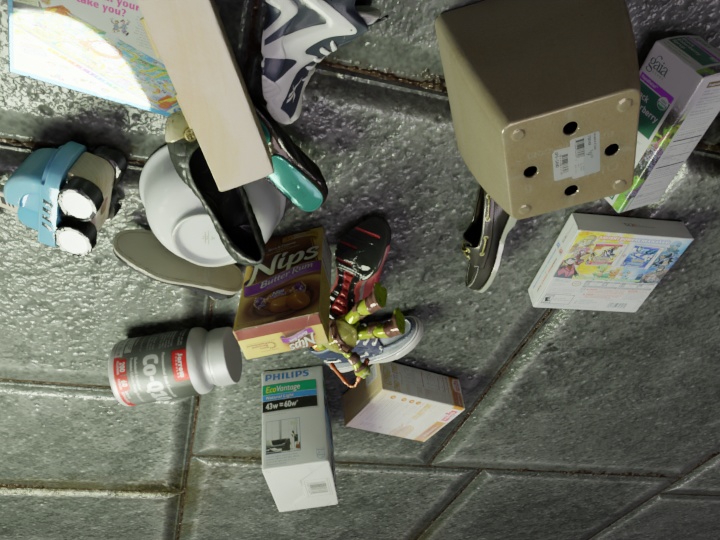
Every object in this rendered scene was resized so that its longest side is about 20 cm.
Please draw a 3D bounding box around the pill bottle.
[{"bbox_3d":[-0.311,0.160,1.033,0.197,0.115,0.115,-10,139,4],"label":"pill bottle"}]

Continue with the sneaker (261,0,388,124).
[{"bbox_3d":[-0.037,-0.243,0.642,0.127,0.080,0.201,5,128,0],"label":"sneaker"}]

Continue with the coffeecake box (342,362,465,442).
[{"bbox_3d":[0.086,0.269,1.234,0.198,0.074,0.154,18,133,-25],"label":"coffeecake box"}]

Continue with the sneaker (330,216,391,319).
[{"bbox_3d":[0.000,0.000,0.940,0.073,0.087,0.202,30,118,15],"label":"sneaker"}]

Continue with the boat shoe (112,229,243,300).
[{"bbox_3d":[-0.273,0.001,0.895,0.198,0.074,0.063,21,142,-33],"label":"boat shoe"}]

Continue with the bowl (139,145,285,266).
[{"bbox_3d":[-0.199,-0.070,0.810,0.198,0.091,0.203,-3,139,-3],"label":"bowl"}]

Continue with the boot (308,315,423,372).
[{"bbox_3d":[0.007,0.121,1.058,0.198,0.074,0.090,-26,140,22],"label":"boot"}]

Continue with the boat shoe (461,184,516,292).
[{"bbox_3d":[0.181,-0.051,0.896,0.060,0.072,0.203,5,130,-6],"label":"boat shoe"}]

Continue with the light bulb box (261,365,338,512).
[{"bbox_3d":[-0.118,0.327,1.178,0.123,0.202,0.200,-6,139,-2],"label":"light bulb box"}]

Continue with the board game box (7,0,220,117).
[{"bbox_3d":[-0.263,-0.247,0.646,0.197,0.035,0.135,13,135,-20],"label":"board game box"}]

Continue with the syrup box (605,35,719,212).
[{"bbox_3d":[0.368,-0.177,0.751,0.080,0.079,0.201,-15,143,-22],"label":"syrup box"}]

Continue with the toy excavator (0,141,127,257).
[{"bbox_3d":[-0.419,-0.092,0.770,0.198,0.101,0.195,22,131,-11],"label":"toy excavator"}]

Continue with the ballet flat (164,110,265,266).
[{"bbox_3d":[-0.164,-0.096,0.718,0.066,0.057,0.202,-37,114,-22],"label":"ballet flat"}]

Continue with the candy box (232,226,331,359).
[{"bbox_3d":[-0.102,0.024,0.840,0.115,0.201,0.057,-12,124,7],"label":"candy box"}]

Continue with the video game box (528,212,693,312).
[{"bbox_3d":[0.399,-0.008,0.986,0.197,0.047,0.183,3,139,-11],"label":"video game box"}]

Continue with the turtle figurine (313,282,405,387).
[{"bbox_3d":[-0.025,0.078,0.889,0.160,0.064,0.202,-27,97,28],"label":"turtle figurine"}]

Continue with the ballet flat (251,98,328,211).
[{"bbox_3d":[-0.115,-0.153,0.738,0.067,0.069,0.200,-28,124,24],"label":"ballet flat"}]

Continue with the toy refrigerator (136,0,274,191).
[{"bbox_3d":[-0.155,-0.190,0.617,0.069,0.076,0.202,-19,123,-2],"label":"toy refrigerator"}]

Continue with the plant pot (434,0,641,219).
[{"bbox_3d":[0.207,-0.177,0.674,0.197,0.179,0.201,-13,138,9],"label":"plant pot"}]
